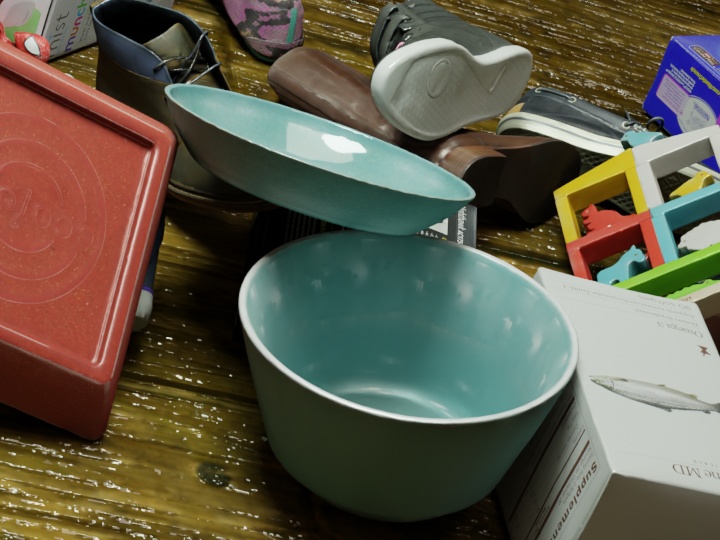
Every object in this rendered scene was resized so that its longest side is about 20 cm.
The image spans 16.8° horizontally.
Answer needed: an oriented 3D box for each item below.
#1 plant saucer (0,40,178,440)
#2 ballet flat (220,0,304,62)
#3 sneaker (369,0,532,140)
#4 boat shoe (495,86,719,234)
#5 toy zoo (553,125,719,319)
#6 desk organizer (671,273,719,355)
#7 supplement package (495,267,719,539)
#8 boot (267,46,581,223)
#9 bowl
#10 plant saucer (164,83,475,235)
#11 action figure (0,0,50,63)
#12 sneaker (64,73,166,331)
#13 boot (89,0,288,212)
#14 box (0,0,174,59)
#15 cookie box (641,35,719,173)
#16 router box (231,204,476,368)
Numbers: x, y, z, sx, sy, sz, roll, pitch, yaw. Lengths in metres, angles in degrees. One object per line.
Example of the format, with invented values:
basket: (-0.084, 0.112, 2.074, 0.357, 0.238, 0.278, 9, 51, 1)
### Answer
plant saucer: (-0.195, -0.033, 1.364, 0.199, 0.037, 0.202, 26, 65, -30)
ballet flat: (-0.094, -0.240, 1.885, 0.069, 0.072, 0.200, -2, 38, -34)
sneaker: (0.034, -0.144, 1.700, 0.099, 0.071, 0.200, 26, 19, 24)
boat shoe: (0.201, -0.085, 1.833, 0.199, 0.075, 0.062, 21, 50, 5)
toy zoo: (0.208, -0.032, 1.712, 0.130, 0.021, 0.201, -23, 38, 11)
desk organizer: (0.306, 0.014, 1.743, 0.071, 0.078, 0.199, 18, 33, 36)
supplement package: (0.155, 0.110, 1.456, 0.116, 0.118, 0.201, 13, 32, -19)
boot: (0.045, -0.105, 1.785, 0.199, 0.065, 0.186, 29, 13, 31)
bowl: (0.020, 0.071, 1.420, 0.199, 0.106, 0.201, 8, 30, -5)
plant saucer: (-0.029, -0.063, 1.477, 0.198, 0.036, 0.200, 18, 10, -3)
action figure: (-0.300, -0.197, 1.660, 0.199, 0.099, 0.065, 20, 31, -10)
sneaker: (-0.205, -0.048, 1.435, 0.199, 0.080, 0.148, 12, 70, -33)
boot: (-0.114, -0.109, 1.594, 0.075, 0.097, 0.199, -36, 43, -28)
box: (-0.248, -0.256, 1.782, 0.199, 0.097, 0.176, 33, 32, 17)
cookie box: (0.360, -0.119, 1.995, 0.199, 0.076, 0.171, -5, 40, -38)
router box: (0.000, 0.000, 1.589, 0.148, 0.051, 0.201, 20, 30, -8)
